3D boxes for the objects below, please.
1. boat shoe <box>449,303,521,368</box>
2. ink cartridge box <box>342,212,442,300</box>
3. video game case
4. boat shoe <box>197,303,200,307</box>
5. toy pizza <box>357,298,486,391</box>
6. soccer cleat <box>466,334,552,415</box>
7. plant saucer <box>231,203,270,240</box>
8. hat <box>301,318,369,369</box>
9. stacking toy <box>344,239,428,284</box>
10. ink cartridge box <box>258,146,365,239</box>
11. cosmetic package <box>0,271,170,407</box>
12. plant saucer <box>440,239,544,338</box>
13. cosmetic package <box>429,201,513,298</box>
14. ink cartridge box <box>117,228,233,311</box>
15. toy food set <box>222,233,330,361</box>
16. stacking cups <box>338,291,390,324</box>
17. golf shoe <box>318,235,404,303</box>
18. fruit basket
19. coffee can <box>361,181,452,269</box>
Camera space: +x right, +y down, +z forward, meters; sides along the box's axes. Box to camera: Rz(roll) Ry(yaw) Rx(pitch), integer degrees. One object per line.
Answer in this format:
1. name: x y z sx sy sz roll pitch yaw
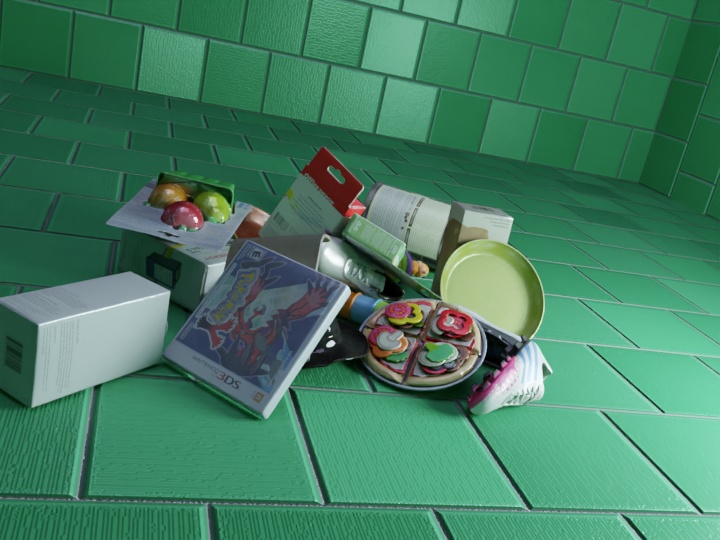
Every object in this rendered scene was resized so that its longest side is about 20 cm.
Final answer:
1. boat shoe: 0.183 0.115 1.256 0.198 0.071 0.066 26 19 13
2. ink cartridge box: 0.064 -0.016 1.327 0.198 0.048 0.146 32 -5 6
3. video game case: -0.137 0.069 1.012 0.181 0.201 0.023 23 -23 28
4. boat shoe: -0.174 0.042 1.186 0.072 0.065 0.199 42 25 17
5. toy pizza: 0.091 0.101 1.161 0.197 0.032 0.201 -1 38 1
6. soccer cleat: 0.227 0.167 1.124 0.087 0.070 0.199 49 39 5
7. plant saucer: -0.168 -0.040 1.397 0.199 0.032 0.201 37 22 -18
8. hat: -0.078 0.071 1.129 0.197 0.082 0.201 4 15 -1
9. stacking toy: 0.060 -0.012 1.506 0.198 0.111 0.115 12 4 -42
10. ink cartridge box: -0.075 -0.102 1.349 0.116 0.201 0.067 45 20 17
11. cosmetic package: -0.333 0.077 0.934 0.084 0.109 0.199 21 18 26
12. plant saucer: 0.227 0.045 1.351 0.197 0.203 0.031 8 -20 -14
13. cosmetic package: 0.202 -0.017 1.425 0.104 0.203 0.071 6 17 -16
14. ink cartridge box: -0.277 -0.013 1.268 0.198 0.089 0.145 25 21 29
15. toy food set: -0.123 0.036 1.082 0.141 0.061 0.202 -2 57 15
16. stacking cups: 0.011 0.069 1.287 0.198 0.061 0.060 19 19 27
17. golf shoe: 0.000 0.000 1.311 0.097 0.079 0.199 11 -14 46
18. fruit basket: -0.283 -0.086 1.240 0.182 0.095 0.201 13 32 1
19. coffee can: 0.110 -0.095 1.677 0.198 0.148 0.146 19 19 17
